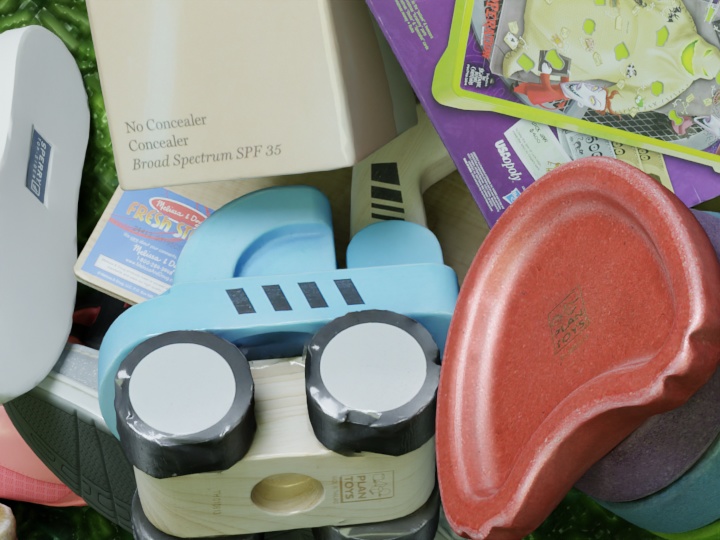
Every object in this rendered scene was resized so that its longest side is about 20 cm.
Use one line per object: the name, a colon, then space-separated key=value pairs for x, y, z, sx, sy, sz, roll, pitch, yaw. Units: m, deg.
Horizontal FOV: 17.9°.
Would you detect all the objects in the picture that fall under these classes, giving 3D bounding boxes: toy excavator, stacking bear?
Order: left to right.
toy excavator: x=0.000 y=0.000 z=0.831 sx=0.193 sy=0.201 sz=0.100 roll=-5 pitch=143 yaw=-2
stacking bear: x=0.136 y=0.048 z=0.752 sx=0.199 sy=0.114 sz=0.121 roll=24 pitch=129 yaw=-30

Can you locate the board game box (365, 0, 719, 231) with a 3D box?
board game box: x=0.061 y=-0.104 z=0.731 sx=0.120 sy=0.032 sz=0.201 roll=-20 pitch=115 yaw=21

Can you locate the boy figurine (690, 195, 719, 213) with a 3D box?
boy figurine: x=0.117 y=-0.060 z=0.800 sx=0.124 sy=0.065 sz=0.201 roll=2 pitch=122 yaw=12

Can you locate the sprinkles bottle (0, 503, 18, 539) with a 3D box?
sprinkles bottle: x=-0.149 y=0.200 z=0.971 sx=0.068 sy=0.068 sz=0.201 roll=-10 pitch=109 yaw=16

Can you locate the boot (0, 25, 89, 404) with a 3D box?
boot: x=-0.165 y=-0.012 z=0.907 sx=0.090 sy=0.201 sz=0.073 roll=-22 pitch=126 yaw=21

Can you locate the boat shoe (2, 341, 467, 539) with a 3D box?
boat shoe: x=-0.047 y=0.071 z=0.883 sx=0.201 sy=0.065 sz=0.075 roll=18 pitch=143 yaw=19

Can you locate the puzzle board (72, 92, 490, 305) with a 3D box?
puzzle board: x=0.008 y=-0.021 z=0.900 sx=0.199 sy=0.017 sz=0.151 roll=23 pitch=70 yaw=10

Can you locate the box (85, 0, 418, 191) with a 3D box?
box: x=-0.047 y=-0.136 z=0.786 sx=0.094 sy=0.078 sz=0.201 roll=-6 pitch=102 yaw=21

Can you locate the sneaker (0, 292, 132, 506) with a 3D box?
sneaker: x=-0.108 y=0.056 z=0.966 sx=0.199 sy=0.074 sz=0.087 roll=-8 pitch=116 yaw=16
